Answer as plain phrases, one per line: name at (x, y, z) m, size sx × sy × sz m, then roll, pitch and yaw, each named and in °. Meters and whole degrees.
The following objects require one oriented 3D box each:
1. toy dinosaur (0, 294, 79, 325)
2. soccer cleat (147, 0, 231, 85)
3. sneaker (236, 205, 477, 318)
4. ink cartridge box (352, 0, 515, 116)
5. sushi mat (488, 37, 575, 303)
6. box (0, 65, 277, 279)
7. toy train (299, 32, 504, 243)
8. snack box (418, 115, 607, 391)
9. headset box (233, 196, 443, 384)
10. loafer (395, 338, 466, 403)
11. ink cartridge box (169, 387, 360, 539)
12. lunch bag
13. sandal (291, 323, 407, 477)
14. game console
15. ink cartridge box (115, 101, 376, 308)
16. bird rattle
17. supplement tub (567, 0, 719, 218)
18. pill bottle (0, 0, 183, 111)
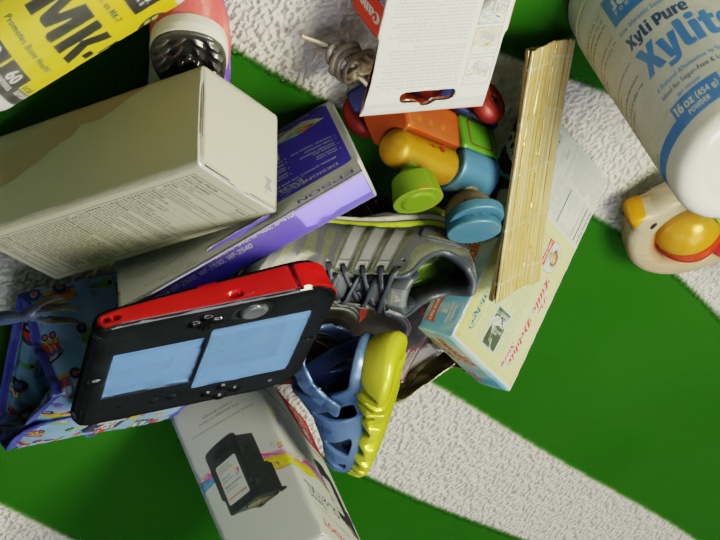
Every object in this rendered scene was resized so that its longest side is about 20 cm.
toy dinosaur at (-0.313, 0.046, 1.677) m, size 0.199 × 0.105 × 0.182 m, roll 9°, pitch 117°, yaw 13°
soccer cleat at (-0.119, -0.143, 1.633) m, size 0.068 × 0.073 × 0.200 m, roll 5°, pitch 155°, yaw -3°
sneaker at (0.000, 0.000, 1.745) m, size 0.200 × 0.081 × 0.074 m, roll -13°, pitch 125°, yaw -24°
ink cartridge box at (0.056, -0.208, 1.654) m, size 0.109 × 0.050 × 0.200 m, roll -6°, pitch 131°, yaw -26°
sushi mat at (0.133, -0.079, 1.791) m, size 0.096 × 0.012 × 0.201 m, roll -19°, pitch 119°, yaw -62°
box at (-0.162, -0.065, 1.616) m, size 0.200 × 0.078 × 0.095 m, roll -15°, pitch 151°, yaw 29°
toy train at (0.029, -0.095, 1.720) m, size 0.085 × 0.116 × 0.200 m, roll -30°, pitch 148°, yaw 34°
snack box at (0.124, -0.016, 1.864) m, size 0.116 × 0.037 × 0.200 m, roll 43°, pitch 69°, yaw -52°
headset box at (-0.016, 0.016, 1.872) m, size 0.200 × 0.075 × 0.149 m, roll 1°, pitch 133°, yaw -33°
loafer at (0.082, 0.048, 1.976) m, size 0.200 × 0.068 × 0.076 m, roll -37°, pitch 142°, yaw 12°
ink cartridge box at (-0.070, 0.192, 1.941) m, size 0.083 × 0.200 × 0.146 m, roll -31°, pitch 144°, yaw 5°
lunch bag at (-0.203, 0.083, 1.837) m, size 0.150 × 0.094 × 0.200 m, roll -12°, pitch 159°, yaw -23°
sandal at (-0.015, 0.097, 1.857) m, size 0.087 × 0.080 × 0.200 m, roll 16°, pitch 147°, yaw 5°
game console at (-0.115, 0.057, 1.669) m, size 0.176 × 0.031 × 0.200 m, roll -16°, pitch 161°, yaw -18°
ink cartridge box at (-0.086, -0.035, 1.677) m, size 0.198 × 0.200 × 0.043 m, roll -30°, pitch 109°, yaw 3°
bird rattle at (0.305, -0.050, 2.010) m, size 0.163 × 0.113 × 0.200 m, roll -18°, pitch 157°, yaw 5°
supplement tub at (0.252, -0.149, 1.740) m, size 0.132 × 0.200 × 0.132 m, roll -18°, pitch 142°, yaw -14°
pill bottle at (-0.178, -0.198, 1.484) m, size 0.200 × 0.114 × 0.114 m, roll -31°, pitch 143°, yaw 5°
